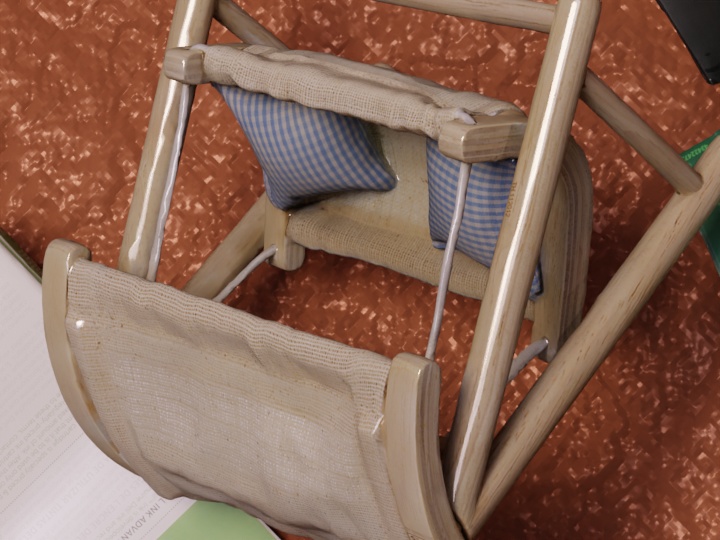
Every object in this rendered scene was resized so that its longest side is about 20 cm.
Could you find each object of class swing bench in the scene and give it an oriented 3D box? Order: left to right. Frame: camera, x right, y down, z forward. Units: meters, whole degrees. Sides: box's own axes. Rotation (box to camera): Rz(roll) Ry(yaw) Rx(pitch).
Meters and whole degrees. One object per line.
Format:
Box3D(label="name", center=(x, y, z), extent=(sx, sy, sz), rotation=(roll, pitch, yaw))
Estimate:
Box3D(label="swing bench", center=(0.000, 0.000, 0.968), extent=(0.198, 0.130, 0.201), rotation=(16, 76, 43))

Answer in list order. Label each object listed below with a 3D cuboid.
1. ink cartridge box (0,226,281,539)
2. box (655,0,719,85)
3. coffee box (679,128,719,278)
Box3D(label="ink cartridge box", center=(-0.141, 0.093, 1.089), extent=(0.146, 0.048, 0.200), rotation=(-44, 94, 1))
Box3D(label="box", center=(0.177, -0.190, 0.971), extent=(0.199, 0.124, 0.149), rotation=(-24, 55, 15))
Box3D(label="coffee box", center=(0.198, 0.011, 0.954), extent=(0.123, 0.044, 0.200), rotation=(-30, 49, 12))
